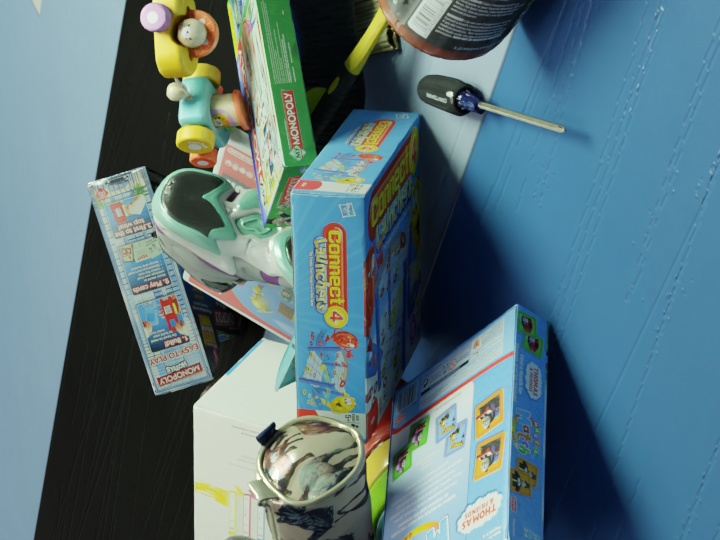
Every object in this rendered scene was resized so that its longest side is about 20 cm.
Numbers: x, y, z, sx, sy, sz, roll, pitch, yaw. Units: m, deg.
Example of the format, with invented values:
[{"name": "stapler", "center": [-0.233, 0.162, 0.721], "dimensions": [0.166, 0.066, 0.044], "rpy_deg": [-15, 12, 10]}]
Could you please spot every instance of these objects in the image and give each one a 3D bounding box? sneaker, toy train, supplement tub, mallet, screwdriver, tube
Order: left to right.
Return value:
[{"name": "toy train", "center": [-0.118, -0.185, 1.690], "dimensions": [0.150, 0.055, 0.200], "rpy_deg": [-64, -34, -58]}, {"name": "sneaker", "center": [-0.084, -0.014, 1.798], "dimensions": [0.140, 0.200, 0.078], "rpy_deg": [118, 176, -68]}, {"name": "sneaker", "center": [-0.037, -0.181, 1.717], "dimensions": [0.078, 0.066, 0.201], "rpy_deg": [-122, 27, -64]}, {"name": "tube", "center": [-0.033, 0.053, 1.718], "dimensions": [0.200, 0.050, 0.078], "rpy_deg": [-12, -60, -79]}, {"name": "mallet", "center": [0.001, -0.156, 1.641], "dimensions": [0.066, 0.041, 0.200], "rpy_deg": [56, 130, 38]}, {"name": "screwdriver", "center": [0.093, -0.113, 1.529], "dimensions": [0.200, 0.028, 0.029], "rpy_deg": [36, 103, 60]}, {"name": "supplement tub", "center": [0.089, -0.230, 1.405], "dimensions": [0.107, 0.107, 0.200], "rpy_deg": [69, 153, 18]}]

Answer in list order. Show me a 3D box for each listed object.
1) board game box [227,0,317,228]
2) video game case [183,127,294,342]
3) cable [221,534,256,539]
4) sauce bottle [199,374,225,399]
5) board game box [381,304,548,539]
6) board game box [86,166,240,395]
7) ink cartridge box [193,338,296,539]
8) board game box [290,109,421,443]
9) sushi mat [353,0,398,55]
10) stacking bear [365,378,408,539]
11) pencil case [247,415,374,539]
[{"name": "board game box", "center": [-0.071, -0.150, 1.665], "dimensions": [0.135, 0.029, 0.200], "rpy_deg": [117, 145, -68]}, {"name": "video game case", "center": [-0.075, -0.022, 1.843], "dimensions": [0.143, 0.017, 0.200], "rpy_deg": [30, 140, 8]}, {"name": "cable", "center": [-0.063, 0.305, 1.686], "dimensions": [0.069, 0.200, 0.200], "rpy_deg": [-43, 33, 14]}, {"name": "sauce bottle", "center": [-0.091, 0.191, 2.007], "dimensions": [0.200, 0.065, 0.065], "rpy_deg": [64, 151, 31]}, {"name": "board game box", "center": [0.073, 0.143, 1.523], "dimensions": [0.151, 0.037, 0.200], "rpy_deg": [-38, 34, 41]}, {"name": "board game box", "center": [-0.176, 0.017, 1.997], "dimensions": [0.200, 0.062, 0.200], "rpy_deg": [26, -131, -77]}, {"name": "ink cartridge box", "center": [-0.061, 0.186, 1.821], "dimensions": [0.125, 0.129, 0.200], "rpy_deg": [13, 121, 20]}, {"name": "board game box", "center": [0.000, 0.000, 1.614], "dimensions": [0.200, 0.056, 0.196], "rpy_deg": [-59, -29, -64]}, {"name": "sushi mat", "center": [-0.023, -0.218, 1.749], "dimensions": [0.200, 0.012, 0.096], "rpy_deg": [-3, 97, 65]}, {"name": "stacking bear", "center": [0.041, 0.165, 1.662], "dimensions": [0.200, 0.114, 0.122], "rpy_deg": [58, 169, 34]}, {"name": "pencil case", "center": [-0.035, 0.190, 1.579], "dimensions": [0.200, 0.089, 0.078], "rpy_deg": [86, 163, -52]}]
